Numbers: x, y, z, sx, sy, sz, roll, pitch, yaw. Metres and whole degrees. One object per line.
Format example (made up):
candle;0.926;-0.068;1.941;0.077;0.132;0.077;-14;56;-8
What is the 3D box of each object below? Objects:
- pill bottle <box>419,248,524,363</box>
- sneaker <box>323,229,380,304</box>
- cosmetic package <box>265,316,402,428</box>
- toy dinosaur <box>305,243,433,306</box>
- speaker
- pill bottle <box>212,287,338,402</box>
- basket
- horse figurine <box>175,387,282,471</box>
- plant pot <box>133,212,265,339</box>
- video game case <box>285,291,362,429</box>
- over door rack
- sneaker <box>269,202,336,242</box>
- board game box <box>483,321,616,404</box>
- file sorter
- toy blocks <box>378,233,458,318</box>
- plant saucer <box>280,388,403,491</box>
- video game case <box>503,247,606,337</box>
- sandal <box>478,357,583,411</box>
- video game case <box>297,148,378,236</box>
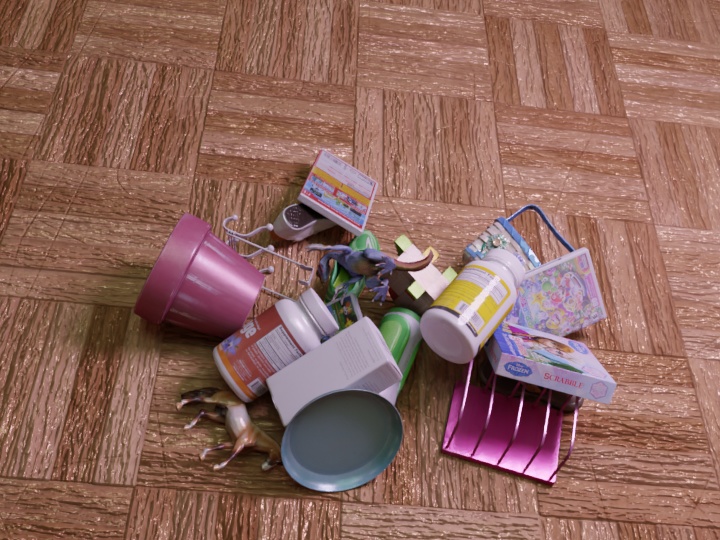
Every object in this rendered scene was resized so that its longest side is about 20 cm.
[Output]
pill bottle;0.198;0.054;1.443;0.111;0.112;0.200;35;57;17
sneaker;-0.009;-0.006;1.601;0.073;0.084;0.201;19;52;6
cosmetic package;-0.043;0.175;1.366;0.199;0.074;0.102;-32;49;5
toy dinosaur;0.000;0.000;1.493;0.198;0.106;0.181;-6;18;-23
speaker;0.046;0.163;1.482;0.088;0.089;0.201;22;53;8
pill bottle;-0.140;0.121;1.422;0.199;0.112;0.113;-36;62;0
basket;0.309;-0.020;1.628;0.199;0.140;0.177;-29;62;-17
horse figurine;-0.220;0.254;1.388;0.132;0.050;0.200;-16;50;-35
plant pot;-0.272;0.026;1.479;0.178;0.200;0.201;27;52;-7
video game case;-0.066;0.154;1.452;0.181;0.022;0.201;-26;51;8
over door rack;-0.159;-0.008;1.540;0.199;0.148;0.067;33;60;16
sneaker;-0.103;-0.104;1.674;0.199;0.084;0.073;-18;76;-47
board game box;0.313;0.150;1.450;0.197;0.042;0.200;15;14;-5
file sorter;0.255;0.247;1.426;0.198;0.126;0.140;16;52;3
toy blocks;0.106;0.047;1.552;0.200;0.137;0.100;46;59;2
plant saucer;-0.030;0.264;1.337;0.198;0.202;0.027;-5;30;-13
video game case;0.345;0.060;1.557;0.198;0.145;0.018;-22;17;-5
sandal;0.311;0.195;1.519;0.198;0.054;0.081;18;55;3
video game case;-0.041;-0.159;1.692;0.142;0.017;0.201;31;34;-10
